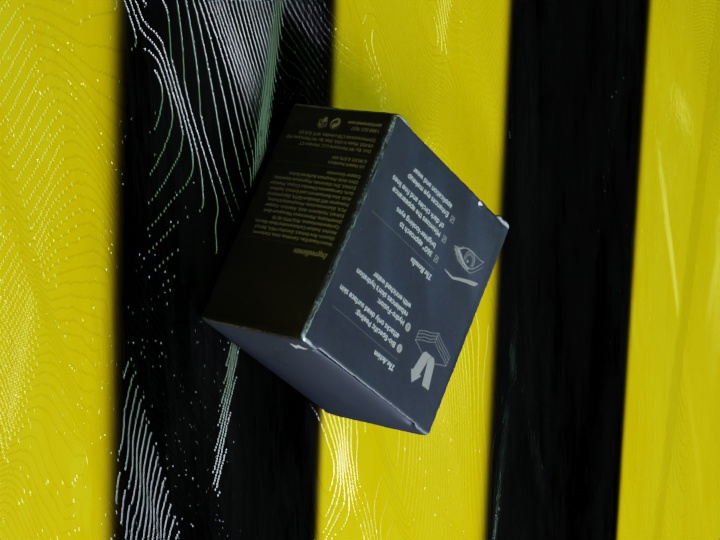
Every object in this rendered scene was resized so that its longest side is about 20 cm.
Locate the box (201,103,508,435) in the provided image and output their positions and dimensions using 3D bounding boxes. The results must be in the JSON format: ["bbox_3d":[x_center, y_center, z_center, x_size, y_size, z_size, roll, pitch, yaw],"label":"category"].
[{"bbox_3d":[0.000,0.000,1.584,0.197,0.117,0.201,41,66,-47],"label":"box"}]
